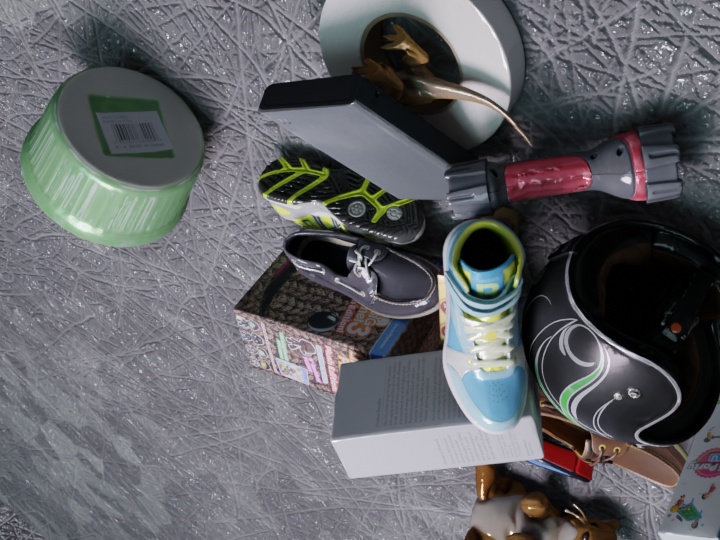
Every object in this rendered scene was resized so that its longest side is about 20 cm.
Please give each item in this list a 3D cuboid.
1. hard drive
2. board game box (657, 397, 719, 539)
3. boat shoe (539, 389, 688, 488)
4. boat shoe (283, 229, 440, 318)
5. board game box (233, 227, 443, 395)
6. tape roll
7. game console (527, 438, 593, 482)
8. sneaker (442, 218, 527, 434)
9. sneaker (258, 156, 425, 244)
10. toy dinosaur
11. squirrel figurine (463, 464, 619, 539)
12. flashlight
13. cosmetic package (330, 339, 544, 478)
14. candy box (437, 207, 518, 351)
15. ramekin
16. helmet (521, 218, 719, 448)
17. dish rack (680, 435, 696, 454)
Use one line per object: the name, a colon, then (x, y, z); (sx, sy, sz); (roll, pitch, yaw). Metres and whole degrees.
hard drive: (0.021, -0.121, 0.964); (0.200, 0.033, 0.139); (28, 166, -39)
board game box: (0.377, 0.231, 1.004); (0.064, 0.200, 0.148); (-8, 125, 44)
boat shoe: (0.256, 0.180, 1.088); (0.200, 0.068, 0.072); (31, 143, 8)
boat shoe: (0.000, 0.000, 1.085); (0.200, 0.073, 0.063); (18, 174, 35)
board game box: (-0.015, 0.052, 1.170); (0.200, 0.160, 0.097); (15, 138, 26)
tape roll: (0.054, -0.201, 0.946); (0.203, 0.037, 0.203); (23, 142, 19)
game console: (0.166, 0.198, 1.187); (0.177, 0.031, 0.200); (21, 172, -8)
sneaker: (0.110, 0.047, 0.895); (0.079, 0.200, 0.131); (-9, 174, 1)
sneaker: (-0.015, -0.072, 1.127); (0.200, 0.075, 0.076); (20, 161, 26)
toy dinosaur: (0.055, -0.168, 0.918); (0.200, 0.061, 0.106); (11, 165, 37)
squirrel figurine: (0.244, 0.354, 1.329); (0.186, 0.142, 0.200); (4, 147, 23)
flashlight: (0.175, -0.081, 0.886); (0.200, 0.068, 0.068); (-8, 146, 11)
cosmetic package: (0.078, 0.140, 1.018); (0.200, 0.102, 0.071); (-8, 133, 15)
candy box: (0.127, 0.043, 1.075); (0.056, 0.117, 0.200); (11, 137, 20)
ramekin: (-0.275, -0.136, 1.160); (0.200, 0.200, 0.098); (40, 136, -4)
helmet: (0.249, 0.064, 0.947); (0.200, 0.200, 0.191); (26, 151, 15)
dish rack: (0.282, 0.160, 1.138); (0.200, 0.044, 0.172); (22, 140, 18)
